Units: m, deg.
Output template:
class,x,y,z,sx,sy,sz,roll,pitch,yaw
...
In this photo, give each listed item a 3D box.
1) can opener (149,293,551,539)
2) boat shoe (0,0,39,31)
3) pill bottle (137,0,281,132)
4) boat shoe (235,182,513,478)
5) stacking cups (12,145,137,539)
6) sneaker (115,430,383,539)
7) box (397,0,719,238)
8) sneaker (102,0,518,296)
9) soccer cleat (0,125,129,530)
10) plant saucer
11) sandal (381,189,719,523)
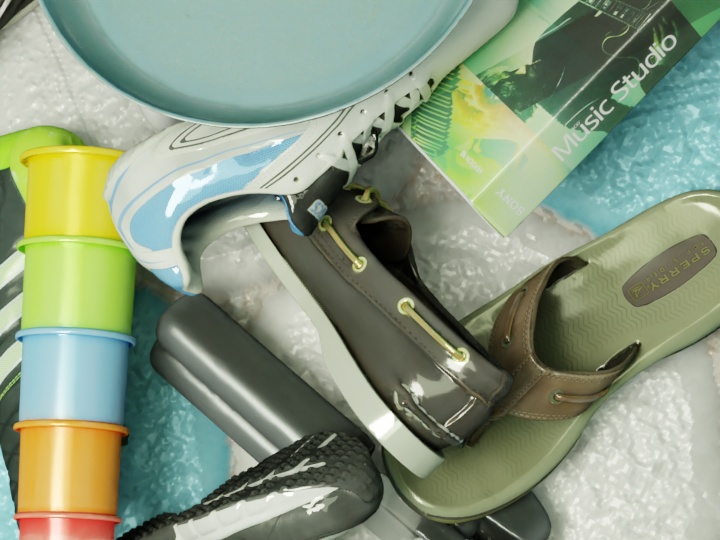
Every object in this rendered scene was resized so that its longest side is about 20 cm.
class,x,y,z,sx,sy,sz,roll,pitch,yaw
can opener,-0.008,0.080,1.096,0.200,0.053,0.066,36,59,10
boat shoe,-0.219,-0.102,1.141,0.067,0.057,0.200,45,95,11
pill bottle,-0.088,-0.166,1.086,0.109,0.109,0.200,-32,68,7
boat shoe,0.000,0.000,1.059,0.061,0.072,0.201,-40,54,10
stacking cups,-0.125,0.049,1.056,0.060,0.061,0.201,1,83,11
sneaker,-0.053,0.134,1.061,0.200,0.074,0.080,-32,90,42
box,0.090,-0.127,1.055,0.200,0.036,0.144,-47,43,5
sneaker,-0.013,-0.061,1.024,0.200,0.072,0.073,-33,78,1
soccer cleat,-0.154,0.033,1.120,0.081,0.067,0.201,-6,79,21
plant saucer,-0.039,-0.146,1.000,0.199,0.027,0.201,-2,70,6
sandal,0.089,0.028,1.057,0.201,0.057,0.080,-39,73,-2
